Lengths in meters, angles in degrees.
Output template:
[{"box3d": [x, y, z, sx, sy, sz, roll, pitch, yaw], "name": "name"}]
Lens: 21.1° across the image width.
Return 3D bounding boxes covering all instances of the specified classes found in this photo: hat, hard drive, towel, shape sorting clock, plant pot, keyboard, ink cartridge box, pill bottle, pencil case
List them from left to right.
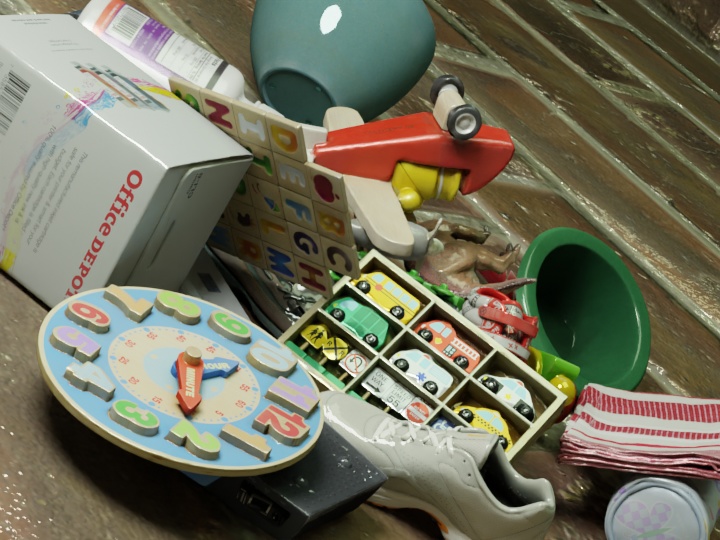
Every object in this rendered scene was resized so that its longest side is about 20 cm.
[{"box3d": [-0.213, -0.077, 1.442, 0.199, 0.146, 0.144, 37, 20, 15], "name": "ink cartridge box"}, {"box3d": [-0.173, -0.152, 1.728, 0.199, 0.112, 0.112, 30, 20, -3], "name": "pill bottle"}, {"box3d": [-0.117, 0.068, 1.279, 0.198, 0.039, 0.201, 21, 28, -12], "name": "shape sorting clock"}, {"box3d": [-0.126, 0.010, 1.525, 0.056, 0.011, 0.201, 11, 35, -46], "name": "keyboard"}, {"box3d": [-0.088, 0.108, 1.336, 0.199, 0.043, 0.135, 37, 21, 18], "name": "hard drive"}, {"box3d": [-0.037, -0.222, 2.021, 0.199, 0.200, 0.135, 30, 56, -2], "name": "plant pot"}, {"box3d": [0.162, 0.062, 1.843, 0.165, 0.176, 0.201, 41, 47, -16], "name": "hat"}, {"box3d": [0.245, 0.130, 1.599, 0.142, 0.023, 0.200, 5, 12, 12], "name": "towel"}, {"box3d": [0.264, 0.187, 1.599, 0.091, 0.083, 0.200, 46, 22, 5], "name": "pencil case"}]

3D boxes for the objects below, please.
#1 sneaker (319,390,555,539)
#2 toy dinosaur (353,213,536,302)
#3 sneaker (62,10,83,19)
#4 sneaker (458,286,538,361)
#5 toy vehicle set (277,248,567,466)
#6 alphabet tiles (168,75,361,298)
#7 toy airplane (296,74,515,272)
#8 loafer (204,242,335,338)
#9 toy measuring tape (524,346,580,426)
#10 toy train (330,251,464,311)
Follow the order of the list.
[{"box3d": [0.056, 0.134, 1.387, 0.199, 0.092, 0.076, 31, 40, 5], "name": "sneaker"}, {"box3d": [0.063, -0.007, 1.731, 0.135, 0.087, 0.200, 12, 15, -39], "name": "toy dinosaur"}, {"box3d": [-0.198, -0.187, 1.833, 0.199, 0.070, 0.082, 37, 21, 9], "name": "sneaker"}, {"box3d": [0.102, 0.088, 1.559, 0.067, 0.108, 0.202, 24, 21, -16], "name": "sneaker"}, {"box3d": [0.045, 0.084, 1.500, 0.199, 0.027, 0.124, 37, 60, 16], "name": "toy vehicle set"}, {"box3d": [-0.084, -0.063, 1.493, 0.199, 0.168, 0.006, 23, 49, 32], "name": "alphabet tiles"}, {"box3d": [0.010, -0.076, 1.654, 0.198, 0.142, 0.200, 14, 38, 31], "name": "toy airplane"}, {"box3d": [-0.056, 0.013, 1.575, 0.200, 0.063, 0.072, 40, 23, 24], "name": "loafer"}, {"box3d": [0.135, 0.099, 1.683, 0.073, 0.074, 0.200, 23, -1, -20], "name": "toy measuring tape"}, {"box3d": [0.000, 0.000, 1.680, 0.199, 0.042, 0.056, 25, 2, 18], "name": "toy train"}]
